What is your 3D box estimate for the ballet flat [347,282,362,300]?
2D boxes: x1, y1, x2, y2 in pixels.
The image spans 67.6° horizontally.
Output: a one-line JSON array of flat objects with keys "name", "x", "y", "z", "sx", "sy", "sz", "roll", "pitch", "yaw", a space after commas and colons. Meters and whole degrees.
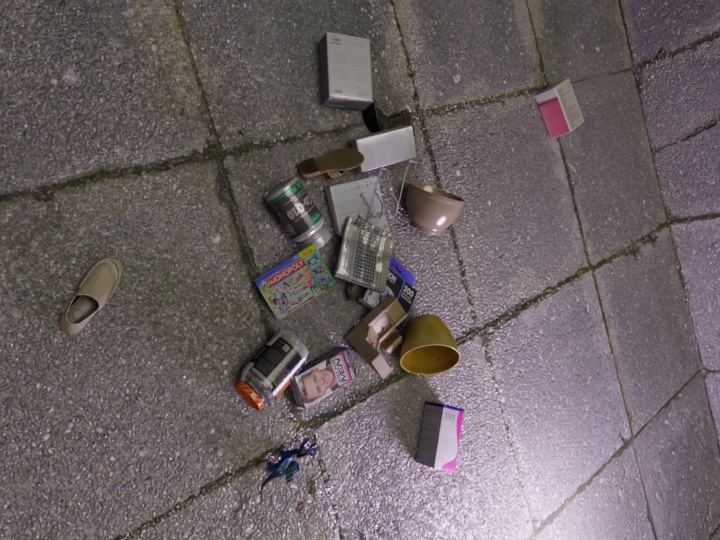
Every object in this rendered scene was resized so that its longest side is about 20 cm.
[{"name": "ballet flat", "x": 0.000, "y": 0.000, "z": 1.707, "sx": 0.045, "sy": 0.068, "sz": 0.204, "roll": 19, "pitch": 73, "yaw": 14}]

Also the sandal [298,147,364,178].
[{"name": "sandal", "x": -0.092, "y": -0.318, "z": 1.665, "sx": 0.206, "sy": 0.070, "sz": 0.079, "roll": -15, "pitch": 68, "yaw": -15}]

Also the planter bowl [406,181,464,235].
[{"name": "planter bowl", "x": 0.236, "y": -0.202, "z": 1.816, "sx": 0.196, "sy": 0.200, "sz": 0.138, "roll": 8, "pitch": 109, "yaw": -33}]

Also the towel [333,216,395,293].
[{"name": "towel", "x": 0.020, "y": -0.051, "z": 1.667, "sx": 0.189, "sy": 0.034, "sz": 0.205, "roll": 20, "pitch": 72, "yaw": -25}]

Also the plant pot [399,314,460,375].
[{"name": "plant pot", "x": 0.220, "y": 0.232, "z": 1.768, "sx": 0.197, "sy": 0.199, "sz": 0.145, "roll": 23, "pitch": 45, "yaw": -30}]

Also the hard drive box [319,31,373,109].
[{"name": "hard drive box", "x": -0.046, "y": -0.626, "z": 1.696, "sx": 0.152, "sy": 0.076, "sz": 0.206, "roll": -1, "pitch": 86, "yaw": -24}]

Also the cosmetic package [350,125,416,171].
[{"name": "cosmetic package", "x": 0.074, "y": -0.394, "z": 1.728, "sx": 0.195, "sy": 0.071, "sz": 0.104, "roll": -17, "pitch": 110, "yaw": -14}]

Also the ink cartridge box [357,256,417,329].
[{"name": "ink cartridge box", "x": 0.101, "y": 0.057, "z": 1.762, "sx": 0.197, "sy": 0.043, "sz": 0.204, "roll": 37, "pitch": 65, "yaw": -32}]

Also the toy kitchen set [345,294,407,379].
[{"name": "toy kitchen set", "x": 0.099, "y": 0.224, "z": 1.650, "sx": 0.199, "sy": 0.180, "sz": 0.164, "roll": -41, "pitch": 122, "yaw": -10}]

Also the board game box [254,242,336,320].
[{"name": "board game box", "x": -0.185, "y": 0.031, "z": 1.530, "sx": 0.197, "sy": 0.029, "sz": 0.137, "roll": -31, "pitch": 105, "yaw": -2}]

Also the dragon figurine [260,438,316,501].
[{"name": "dragon figurine", "x": -0.206, "y": 0.541, "z": 1.482, "sx": 0.200, "sy": 0.099, "sz": 0.059, "roll": -47, "pitch": 110, "yaw": -28}]

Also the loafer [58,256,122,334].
[{"name": "loafer", "x": -0.623, "y": 0.057, "z": 1.257, "sx": 0.075, "sy": 0.068, "sz": 0.204, "roll": 35, "pitch": 67, "yaw": -26}]

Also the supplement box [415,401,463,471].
[{"name": "supplement box", "x": 0.266, "y": 0.555, "z": 1.804, "sx": 0.099, "sy": 0.102, "sz": 0.206, "roll": 20, "pitch": 74, "yaw": -32}]

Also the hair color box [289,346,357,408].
[{"name": "hair color box", "x": -0.111, "y": 0.314, "z": 1.591, "sx": 0.197, "sy": 0.060, "sz": 0.102, "roll": -25, "pitch": 99, "yaw": -33}]

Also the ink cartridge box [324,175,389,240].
[{"name": "ink cartridge box", "x": -0.007, "y": -0.184, "z": 1.719, "sx": 0.196, "sy": 0.040, "sz": 0.206, "roll": -17, "pitch": 96, "yaw": -35}]

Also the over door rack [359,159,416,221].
[{"name": "over door rack", "x": 0.076, "y": -0.254, "z": 1.671, "sx": 0.066, "sy": 0.146, "sz": 0.204, "roll": 35, "pitch": 68, "yaw": -32}]

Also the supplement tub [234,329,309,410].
[{"name": "supplement tub", "x": -0.242, "y": 0.272, "z": 1.468, "sx": 0.200, "sy": 0.121, "sz": 0.124, "roll": -47, "pitch": 110, "yaw": -28}]

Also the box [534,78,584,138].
[{"name": "box", "x": 0.858, "y": -0.698, "z": 2.319, "sx": 0.127, "sy": 0.108, "sz": 0.204, "roll": -34, "pitch": 104, "yaw": -31}]

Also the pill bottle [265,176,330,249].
[{"name": "pill bottle", "x": -0.176, "y": -0.157, "z": 1.557, "sx": 0.113, "sy": 0.112, "sz": 0.202, "roll": -44, "pitch": 110, "yaw": -29}]

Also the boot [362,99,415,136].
[{"name": "boot", "x": 0.102, "y": -0.505, "z": 1.813, "sx": 0.173, "sy": 0.068, "sz": 0.204, "roll": -35, "pitch": 116, "yaw": -32}]
